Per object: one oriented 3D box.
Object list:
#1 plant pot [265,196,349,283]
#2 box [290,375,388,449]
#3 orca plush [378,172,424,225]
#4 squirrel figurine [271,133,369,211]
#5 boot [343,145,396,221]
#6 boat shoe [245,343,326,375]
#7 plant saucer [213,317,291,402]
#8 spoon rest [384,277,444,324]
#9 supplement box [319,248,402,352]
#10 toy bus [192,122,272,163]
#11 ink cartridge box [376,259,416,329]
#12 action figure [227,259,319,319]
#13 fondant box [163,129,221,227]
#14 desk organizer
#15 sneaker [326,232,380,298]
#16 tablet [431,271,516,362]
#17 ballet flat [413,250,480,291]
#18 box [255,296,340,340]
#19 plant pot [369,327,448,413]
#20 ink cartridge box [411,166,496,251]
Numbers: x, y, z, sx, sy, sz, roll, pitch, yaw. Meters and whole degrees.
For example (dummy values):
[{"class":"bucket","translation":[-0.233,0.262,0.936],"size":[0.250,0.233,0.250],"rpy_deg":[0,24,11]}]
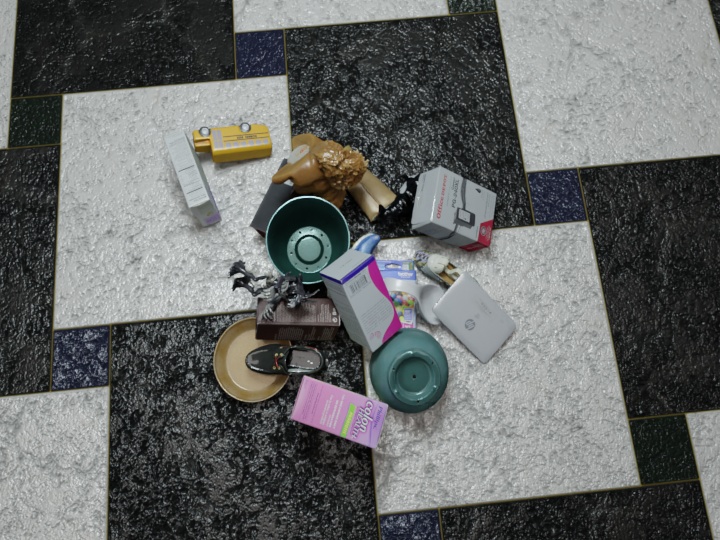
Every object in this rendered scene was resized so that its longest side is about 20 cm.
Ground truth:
[{"class":"plant pot","translation":[-0.128,-0.063,1.296],"size":[0.195,0.161,0.206],"rpy_deg":[1,84,-5]},{"class":"box","translation":[-0.046,0.322,1.206],"size":[0.195,0.176,0.099],"rpy_deg":[17,76,3]},{"class":"orca plush","translation":[0.128,-0.197,1.354],"size":[0.197,0.071,0.107],"rpy_deg":[-25,96,-30]},{"class":"squirrel figurine","translation":[-0.078,-0.223,1.270],"size":[0.196,0.187,0.144],"rpy_deg":[-7,52,34]},{"class":"boot","translation":[-0.025,-0.210,1.389],"size":[0.174,0.066,0.201],"rpy_deg":[-39,82,-7]},{"class":"boat shoe","translation":[-0.180,0.211,1.255],"size":[0.196,0.063,0.076],"rpy_deg":[1,79,1]},{"class":"plant saucer","translation":[-0.262,0.219,1.300],"size":[0.194,0.035,0.206],"rpy_deg":[0,77,-1]},{"class":"spoon rest","translation":[0.145,0.067,1.287],"size":[0.197,0.060,0.102],"rpy_deg":[23,68,-32]},{"class":"supplement box","translation":[0.003,0.068,1.207],"size":[0.100,0.103,0.203],"rpy_deg":[-35,118,-23]},{"class":"toy bus","translation":[-0.339,-0.337,1.394],"size":[0.195,0.065,0.080],"rpy_deg":[-11,78,-18]},{"class":"ink cartridge box","translation":[0.083,0.069,1.337],"size":[0.116,0.042,0.205],"rpy_deg":[2,75,0]},{"class":"action figure","translation":[-0.196,0.050,1.172],"size":[0.195,0.120,0.103],"rpy_deg":[18,48,7]},{"class":"fondant box","translation":[-0.427,-0.232,1.349],"size":[0.057,0.145,0.204],"rpy_deg":[-21,78,-7]},{"class":"desk organizer","translation":[-0.201,-0.177,1.365],"size":[0.070,0.077,0.204],"rpy_deg":[20,77,20]},{"class":"sneaker","translation":[0.000,0.000,1.320],"size":[0.088,0.079,0.203],"rpy_deg":[28,78,13]},{"class":"tablet","translation":[0.282,0.117,1.302],"size":[0.200,0.014,0.130],"rpy_deg":[44,87,-9]},{"class":"ballet flat","translation":[0.225,0.002,1.337],"size":[0.199,0.072,0.073],"rpy_deg":[36,79,8]},{"class":"box","translation":[-0.153,0.118,1.267],"size":[0.195,0.101,0.077],"rpy_deg":[1,62,-14]},{"class":"plant pot","translation":[0.119,0.240,1.229],"size":[0.195,0.134,0.206],"rpy_deg":[0,87,-1]},{"class":"ink cartridge box","translation":[0.237,-0.151,1.323],"size":[0.196,0.083,0.149],"rpy_deg":[18,76,-28]}]
